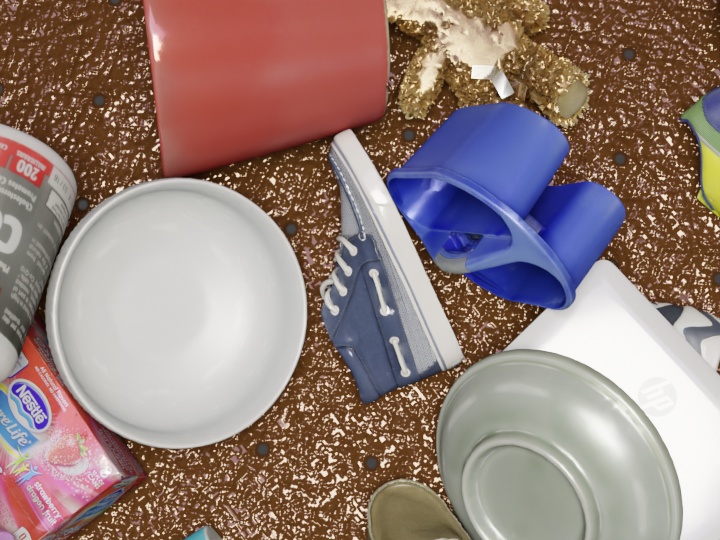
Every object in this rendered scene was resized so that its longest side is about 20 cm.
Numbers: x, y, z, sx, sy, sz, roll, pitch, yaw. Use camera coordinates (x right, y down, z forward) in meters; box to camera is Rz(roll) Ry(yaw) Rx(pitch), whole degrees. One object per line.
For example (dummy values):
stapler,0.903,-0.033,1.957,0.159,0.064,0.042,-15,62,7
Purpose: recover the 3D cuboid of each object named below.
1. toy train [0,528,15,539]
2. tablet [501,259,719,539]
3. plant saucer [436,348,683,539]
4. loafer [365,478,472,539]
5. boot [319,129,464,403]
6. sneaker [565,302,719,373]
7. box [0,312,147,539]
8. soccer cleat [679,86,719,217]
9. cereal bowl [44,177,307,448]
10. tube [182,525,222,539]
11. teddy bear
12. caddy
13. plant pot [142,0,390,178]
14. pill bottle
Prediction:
toy train,-0.320,0.178,0.877,0.055,0.150,0.202,-29,90,-41
tablet,0.198,0.106,0.871,0.130,0.014,0.200,-43,79,3
plant saucer,0.128,0.158,0.861,0.201,0.200,0.050,51,41,9
loafer,0.052,0.210,0.857,0.075,0.201,0.068,-10,122,-12
boot,0.000,0.000,0.929,0.089,0.073,0.202,-25,95,1
sneaker,0.188,0.112,0.919,0.128,0.079,0.202,18,88,12
box,-0.263,0.107,0.922,0.099,0.096,0.201,-37,81,-3
soccer cleat,0.314,-0.049,0.956,0.083,0.064,0.203,-20,90,40
cereal bowl,-0.145,0.031,0.920,0.197,0.083,0.203,-1,92,-27
tube,-0.183,0.272,0.921,0.199,0.050,0.078,-36,74,1
teddy bear,0.096,-0.173,0.981,0.198,0.067,0.146,27,92,0
caddy,0.097,-0.038,0.886,0.141,0.200,0.105,46,79,-17
plant pot,-0.075,-0.178,0.925,0.175,0.200,0.204,-7,80,-8
pill bottle,-0.275,0.009,0.824,0.112,0.114,0.202,10,62,3
